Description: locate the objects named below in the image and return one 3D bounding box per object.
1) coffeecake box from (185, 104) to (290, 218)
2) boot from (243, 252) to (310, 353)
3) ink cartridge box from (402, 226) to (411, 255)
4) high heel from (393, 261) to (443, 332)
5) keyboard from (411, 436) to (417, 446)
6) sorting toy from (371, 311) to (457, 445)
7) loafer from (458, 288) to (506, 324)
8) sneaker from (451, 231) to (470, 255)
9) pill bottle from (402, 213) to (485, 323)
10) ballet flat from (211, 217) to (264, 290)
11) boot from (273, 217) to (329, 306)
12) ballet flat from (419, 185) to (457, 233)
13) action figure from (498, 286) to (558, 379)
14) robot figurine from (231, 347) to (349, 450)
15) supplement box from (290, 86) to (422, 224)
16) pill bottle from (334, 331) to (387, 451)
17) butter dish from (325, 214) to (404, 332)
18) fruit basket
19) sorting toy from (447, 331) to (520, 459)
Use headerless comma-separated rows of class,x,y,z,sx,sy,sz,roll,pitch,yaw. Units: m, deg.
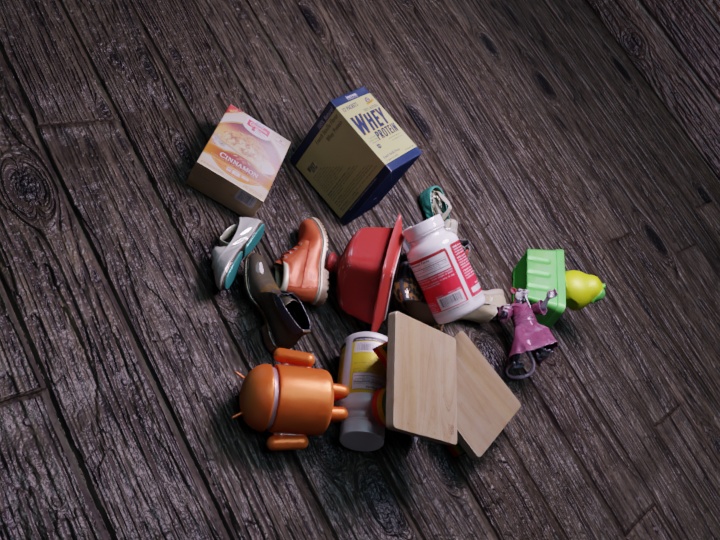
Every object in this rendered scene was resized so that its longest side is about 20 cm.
coffeecake box,-0.249,-0.226,1.523,0.153,0.073,0.201,30,46,-14
boot,-0.151,0.047,1.364,0.074,0.097,0.202,-10,76,-48
ink cartridge box,0.156,-0.004,1.647,0.163,0.057,0.200,58,5,15
high heel,0.123,0.093,1.527,0.201,0.071,0.143,62,16,-18
keyboard,0.086,0.235,1.404,0.056,0.011,0.202,-43,121,-63
sorting toy,0.093,0.201,1.326,0.198,0.069,0.202,27,58,-46
loafer,0.275,0.087,1.685,0.199,0.076,0.069,-10,60,-41
sneaker,0.224,-0.031,1.676,0.077,0.082,0.200,59,11,26
pill bottle,0.163,-0.005,1.474,0.112,0.112,0.202,-26,92,-44
ballet flat,-0.248,-0.036,1.405,0.069,0.069,0.201,35,41,-10
boot,-0.123,-0.030,1.481,0.106,0.075,0.202,11,53,-21
ballet flat,0.197,-0.121,1.780,0.067,0.070,0.202,2,59,-36
action figure,0.383,0.124,1.674,0.132,0.150,0.202,-4,49,-1
robot figurine,-0.121,0.220,1.260,0.198,0.145,0.117,8,21,-19
supplement box,-0.012,-0.254,1.627,0.200,0.200,0.134,49,43,5
pill bottle,0.009,0.225,1.365,0.110,0.111,0.202,24,49,-21
butter dish,0.000,0.000,1.493,0.146,0.201,0.200,13,41,4
fruit basket,0.485,0.054,1.805,0.213,0.156,0.217,10,50,-12
sorting toy,0.205,0.260,1.506,0.201,0.070,0.198,51,43,5
